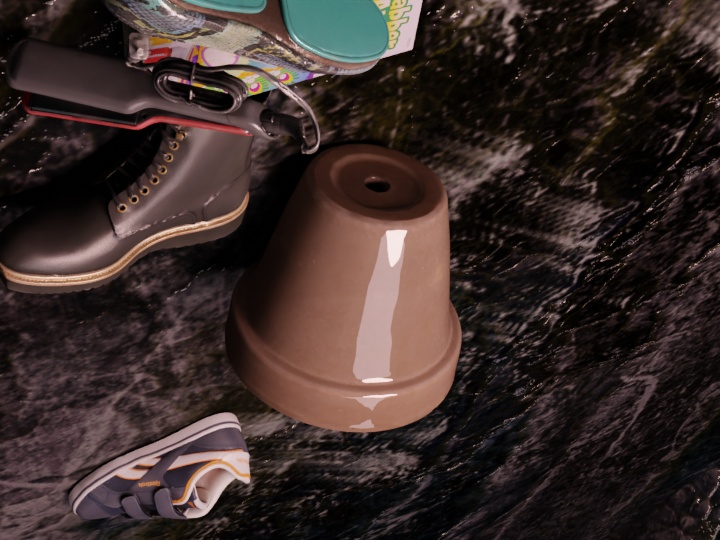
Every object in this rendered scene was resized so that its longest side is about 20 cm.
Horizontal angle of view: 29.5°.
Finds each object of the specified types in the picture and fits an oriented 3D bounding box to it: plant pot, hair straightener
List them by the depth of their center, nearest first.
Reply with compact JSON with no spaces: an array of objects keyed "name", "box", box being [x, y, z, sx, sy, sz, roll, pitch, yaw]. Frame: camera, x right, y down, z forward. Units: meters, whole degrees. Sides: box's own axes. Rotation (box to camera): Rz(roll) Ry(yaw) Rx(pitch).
[{"name":"hair straightener","box":[-0.118,-0.103,0.803,0.198,0.041,0.077,16,163,12]},{"name":"plant pot","box":[0.000,0.000,1.098,0.199,0.201,0.176,-10,133,-30]}]

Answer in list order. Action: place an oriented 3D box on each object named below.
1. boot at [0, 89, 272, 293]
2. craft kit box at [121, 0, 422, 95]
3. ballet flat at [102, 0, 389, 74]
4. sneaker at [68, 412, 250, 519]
[{"name":"boot","box":[-0.158,-0.069,0.938,0.199,0.078,0.139,-25,154,-34]},{"name":"craft kit box","box":[-0.050,-0.188,0.838,0.196,0.049,0.200,-21,154,-17]},{"name":"ballet flat","box":[-0.067,-0.151,0.785,0.074,0.075,0.199,-41,149,28]},{"name":"sneaker","box":[-0.208,0.225,1.424,0.199,0.080,0.078,-27,155,6]}]
